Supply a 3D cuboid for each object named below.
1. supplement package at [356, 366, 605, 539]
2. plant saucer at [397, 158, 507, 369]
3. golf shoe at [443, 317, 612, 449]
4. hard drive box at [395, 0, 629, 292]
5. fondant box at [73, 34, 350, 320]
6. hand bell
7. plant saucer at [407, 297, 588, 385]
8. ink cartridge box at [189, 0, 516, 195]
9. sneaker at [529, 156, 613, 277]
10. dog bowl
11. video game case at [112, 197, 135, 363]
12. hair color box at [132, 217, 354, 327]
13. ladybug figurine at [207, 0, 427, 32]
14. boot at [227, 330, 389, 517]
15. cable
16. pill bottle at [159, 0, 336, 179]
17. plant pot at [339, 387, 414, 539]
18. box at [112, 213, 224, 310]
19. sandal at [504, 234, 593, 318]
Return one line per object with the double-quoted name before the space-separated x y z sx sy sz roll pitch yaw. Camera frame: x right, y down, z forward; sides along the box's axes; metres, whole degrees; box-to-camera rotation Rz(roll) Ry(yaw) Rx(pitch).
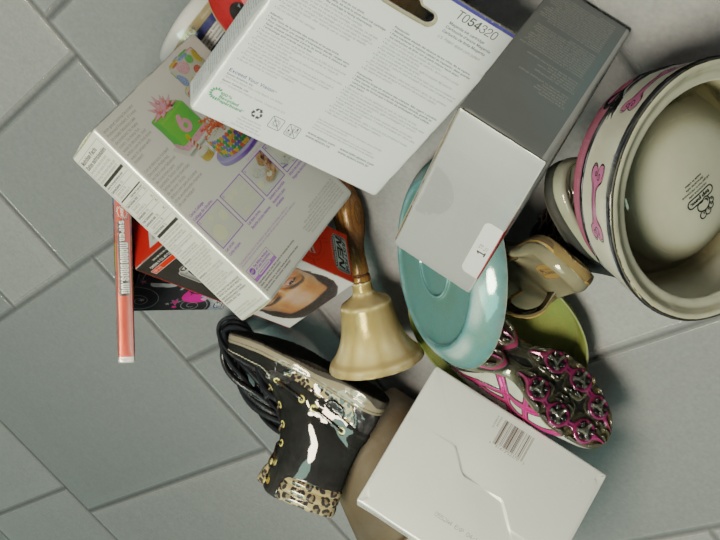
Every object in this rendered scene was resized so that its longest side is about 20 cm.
"supplement package" 0.117 0.222 1.177 0.198 0.157 0.111 32 168 6
"plant saucer" 0.078 -0.007 1.090 0.200 0.027 0.204 172 90 -69
"golf shoe" 0.163 0.109 1.168 0.199 0.073 0.092 37 158 7
"hard drive box" 0.121 -0.108 0.936 0.076 0.201 0.157 32 139 6
"fondant box" -0.123 -0.081 1.001 0.200 0.145 0.058 45 143 -11
"hand bell" 0.000 0.000 1.204 0.103 0.104 0.203 -1 106 34
"plant saucer" 0.144 0.057 1.201 0.197 0.031 0.202 18 135 19
"ink cartridge box" -0.007 -0.171 0.947 0.194 0.044 0.200 23 126 -31
"sneaker" 0.178 -0.037 1.008 0.105 0.076 0.199 4 162 35
"dog bowl" 0.251 -0.069 0.905 0.074 0.199 0.202 29 151 59
"video game case" -0.229 -0.022 1.123 0.017 0.143 0.204 -2 95 -12
"hair color box" -0.110 -0.018 1.117 0.101 0.062 0.198 -34 141 32
"ladybug figurine" -0.040 -0.232 0.982 0.196 0.072 0.138 7 105 -1
"boot" -0.079 0.164 1.275 0.198 0.073 0.153 23 99 16
"cable" -0.113 0.144 1.393 0.202 0.050 0.163 59 168 -8
"pill bottle" -0.079 -0.174 1.079 0.199 0.111 0.111 40 138 -4
"plant pot" 0.048 0.238 1.330 0.174 0.199 0.200 49 139 9
"box" -0.180 -0.065 1.203 0.113 0.134 0.201 0 145 -23
"sandal" 0.147 0.014 1.041 0.080 0.054 0.200 36 171 -4
